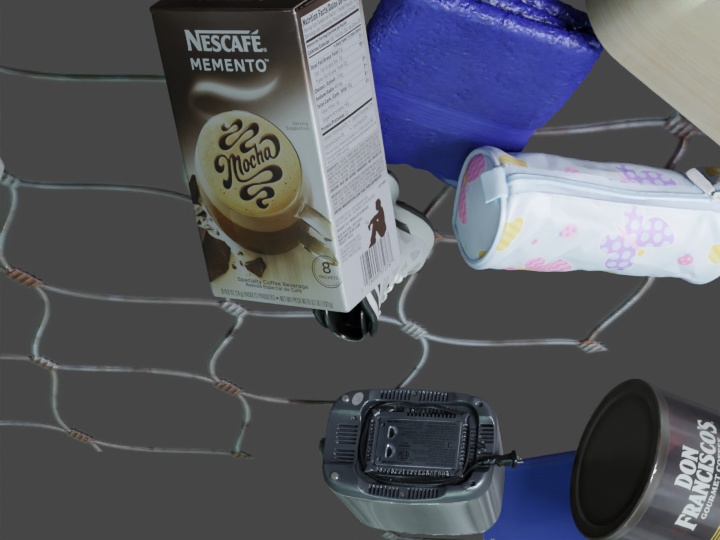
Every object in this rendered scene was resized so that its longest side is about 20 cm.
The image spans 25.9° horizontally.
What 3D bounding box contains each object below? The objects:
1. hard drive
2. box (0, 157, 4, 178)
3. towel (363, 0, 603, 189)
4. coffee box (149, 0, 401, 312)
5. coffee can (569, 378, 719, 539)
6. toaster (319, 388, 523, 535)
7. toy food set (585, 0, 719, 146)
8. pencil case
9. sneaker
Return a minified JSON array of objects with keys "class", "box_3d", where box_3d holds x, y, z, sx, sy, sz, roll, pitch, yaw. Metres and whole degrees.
[{"class":"hard drive","box_3d":[0.207,0.246,1.541,0.198,0.134,0.025,-15,168,37]},{"class":"box","box_3d":[-0.390,-0.083,1.232,0.197,0.069,0.082,4,149,13]},{"class":"towel","box_3d":[0.060,-0.129,1.041,0.146,0.050,0.200,15,151,-14]},{"class":"coffee box","box_3d":[-0.051,-0.084,1.006,0.112,0.080,0.202,6,119,31]},{"class":"coffee can","box_3d":[0.309,0.198,1.411,0.198,0.148,0.146,20,149,-18]},{"class":"toaster","box_3d":[0.064,0.187,1.505,0.197,0.115,0.130,0,152,13]},{"class":"toy food set","box_3d":[0.251,-0.144,0.935,0.199,0.061,0.143,33,135,-22]},{"class":"pencil case","box_3d":[0.163,-0.037,1.073,0.197,0.084,0.091,3,172,-19]},{"class":"sneaker","box_3d":[0.000,0.000,1.171,0.075,0.117,0.201,10,168,17]}]
